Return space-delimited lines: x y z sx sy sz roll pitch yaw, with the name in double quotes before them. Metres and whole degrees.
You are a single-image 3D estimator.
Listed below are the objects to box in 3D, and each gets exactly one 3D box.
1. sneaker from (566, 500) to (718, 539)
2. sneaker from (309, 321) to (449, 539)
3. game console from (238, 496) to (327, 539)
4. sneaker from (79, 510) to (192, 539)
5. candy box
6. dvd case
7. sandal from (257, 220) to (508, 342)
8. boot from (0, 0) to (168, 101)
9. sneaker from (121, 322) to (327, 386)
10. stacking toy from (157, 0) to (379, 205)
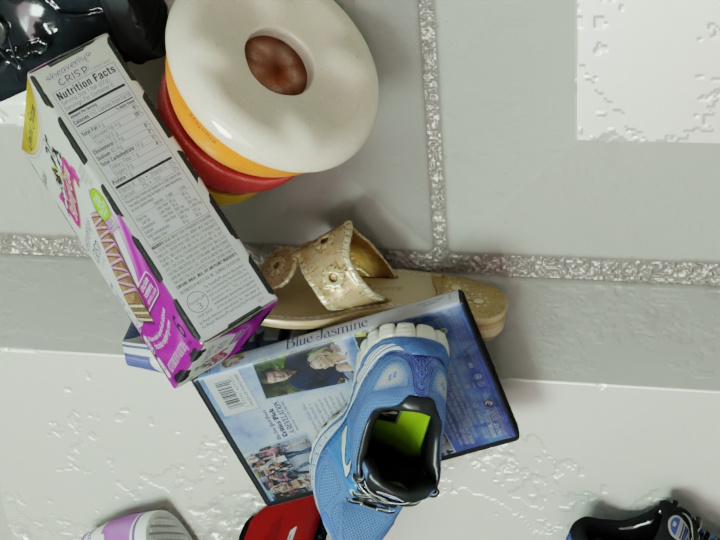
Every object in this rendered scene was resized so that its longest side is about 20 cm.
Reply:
"sneaker" 0.246 0.225 1.078 0.199 0.079 0.089 4 126 12
"sneaker" 0.011 0.131 0.984 0.078 0.089 0.200 8 131 -8
"game console" -0.053 0.279 1.124 0.119 0.200 0.172 41 122 -15
"sneaker" -0.171 0.298 1.251 0.114 0.073 0.201 -19 106 29
"candy box" -0.141 -0.033 0.931 0.200 0.061 0.136 57 159 6
"dvd case" -0.001 0.094 1.023 0.199 0.018 0.143 -17 128 11
"sandal" 0.000 -0.003 1.005 0.211 0.078 0.070 7 123 0
"boot" -0.233 -0.201 0.928 0.167 0.077 0.201 -11 125 16
"sneaker" -0.075 0.083 1.073 0.199 0.081 0.116 1 121 11
"stacking toy" -0.093 -0.093 0.956 0.146 0.146 0.200 37 141 -11
